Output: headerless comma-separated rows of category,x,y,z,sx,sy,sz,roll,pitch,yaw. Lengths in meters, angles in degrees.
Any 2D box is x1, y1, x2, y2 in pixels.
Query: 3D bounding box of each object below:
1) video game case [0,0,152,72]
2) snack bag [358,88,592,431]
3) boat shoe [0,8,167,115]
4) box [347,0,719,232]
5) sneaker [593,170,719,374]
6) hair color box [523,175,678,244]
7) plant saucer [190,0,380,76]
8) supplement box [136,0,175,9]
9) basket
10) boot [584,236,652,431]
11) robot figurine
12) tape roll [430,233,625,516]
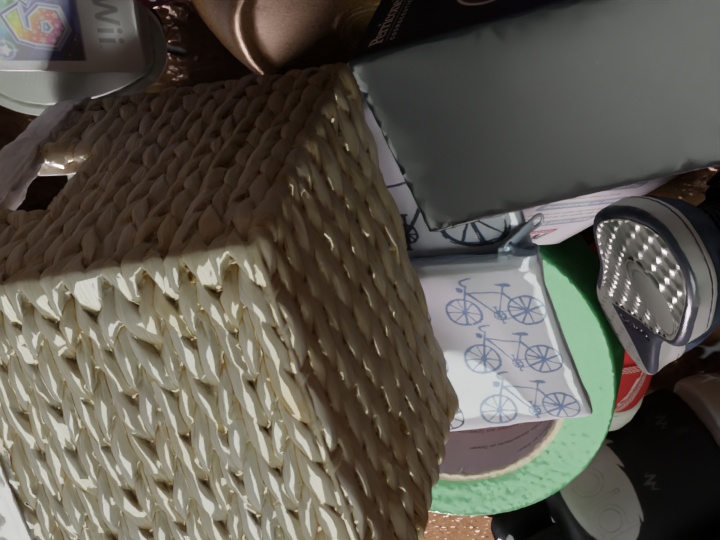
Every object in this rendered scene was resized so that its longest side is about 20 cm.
video game case,-0.196,-0.151,0.761,0.197,0.018,0.144,1,127,7
snack bag,0.000,0.000,0.847,0.187,0.021,0.202,-7,123,23
boat shoe,-0.185,-0.118,0.837,0.197,0.061,0.076,4,124,4
box,0.094,-0.113,0.645,0.140,0.201,0.079,-15,121,29
sneaker,0.190,-0.022,0.860,0.145,0.077,0.202,-30,169,-1
hair color box,0.118,-0.072,0.835,0.098,0.061,0.199,-7,163,-41
plant saucer,0.011,-0.123,0.820,0.198,0.036,0.201,4,151,2
supplement box,-0.007,-0.177,0.651,0.198,0.110,0.061,-12,147,26
basket,-0.067,0.036,0.759,0.159,0.199,0.202,-11,114,18
boot,0.085,0.021,1.045,0.197,0.073,0.145,8,141,-2
robot figurine,0.187,0.151,1.130,0.199,0.151,0.125,-28,156,-5
tape roll,0.050,0.045,1.006,0.198,0.048,0.202,8,123,12
